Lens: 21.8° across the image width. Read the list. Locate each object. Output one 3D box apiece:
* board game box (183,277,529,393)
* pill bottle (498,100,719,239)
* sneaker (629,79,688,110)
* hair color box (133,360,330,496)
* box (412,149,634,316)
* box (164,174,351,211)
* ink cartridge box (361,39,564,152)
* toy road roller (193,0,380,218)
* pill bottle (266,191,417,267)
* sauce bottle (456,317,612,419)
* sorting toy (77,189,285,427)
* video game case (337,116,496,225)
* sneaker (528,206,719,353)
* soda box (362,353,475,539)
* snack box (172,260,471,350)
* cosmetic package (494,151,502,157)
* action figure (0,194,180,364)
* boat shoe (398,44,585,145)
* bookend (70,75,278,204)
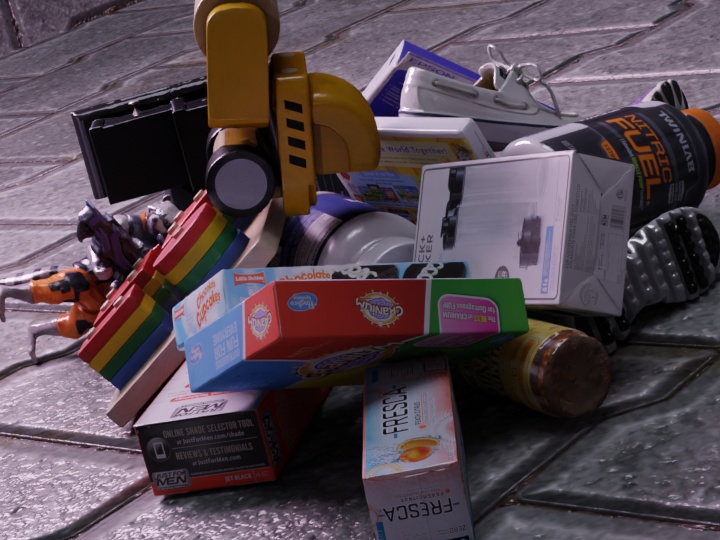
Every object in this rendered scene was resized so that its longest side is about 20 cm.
[{"bbox_3d":[-0.004,0.046,1.321,0.198,0.041,0.153,-1,-16,-29],"label":"board game box"},{"bbox_3d":[0.213,-0.079,1.536,0.199,0.107,0.106,-19,16,-34],"label":"pill bottle"},{"bbox_3d":[0.264,-0.132,1.865,0.083,0.081,0.199,-5,19,45],"label":"sneaker"},{"bbox_3d":[-0.092,0.099,1.441,0.101,0.062,0.200,-9,17,17],"label":"hair color box"},{"bbox_3d":[0.119,-0.025,1.423,0.060,0.118,0.199,9,-4,-31],"label":"box"},{"bbox_3d":[-0.079,-0.064,1.876,0.198,0.105,0.148,-20,18,-19],"label":"box"},{"bbox_3d":[0.108,-0.150,1.792,0.197,0.044,0.200,23,-20,-11],"label":"ink cartridge box"},{"bbox_3d":[-0.059,-0.144,1.526,0.144,0.202,0.123,-4,19,-3],"label":"toy road roller"},{"bbox_3d":[0.000,0.000,1.595,0.110,0.112,0.200,-20,18,-19],"label":"pill bottle"},{"bbox_3d":[0.109,0.064,1.388,0.066,0.067,0.200,-22,14,-23],"label":"sauce bottle"},{"bbox_3d":[-0.153,0.009,1.584,0.199,0.069,0.200,-48,9,13],"label":"sorting toy"},{"bbox_3d":[0.066,-0.059,1.620,0.199,0.183,0.023,7,49,49],"label":"video game case"},{"bbox_3d":[0.211,0.004,1.489,0.199,0.076,0.081,-26,12,-36],"label":"sneaker"},{"bbox_3d":[0.037,0.123,1.244,0.063,0.069,0.200,-11,16,4],"label":"soda box"},{"bbox_3d":[-0.029,0.026,1.393,0.198,0.037,0.116,-2,-14,-26],"label":"snack box"},{"bbox_3d":[0.169,-0.064,1.705,0.198,0.086,0.108,-4,19,29],"label":"cosmetic package"},{"bbox_3d":[-0.247,-0.012,1.706,0.192,0.201,0.105,-30,52,-6],"label":"action figure"},{"bbox_3d":[0.122,-0.155,1.645,0.200,0.087,0.074,3,3,-28],"label":"boat shoe"},{"bbox_3d":[-0.173,-0.126,1.777,0.198,0.093,0.199,-16,10,-3],"label":"bookend"}]
